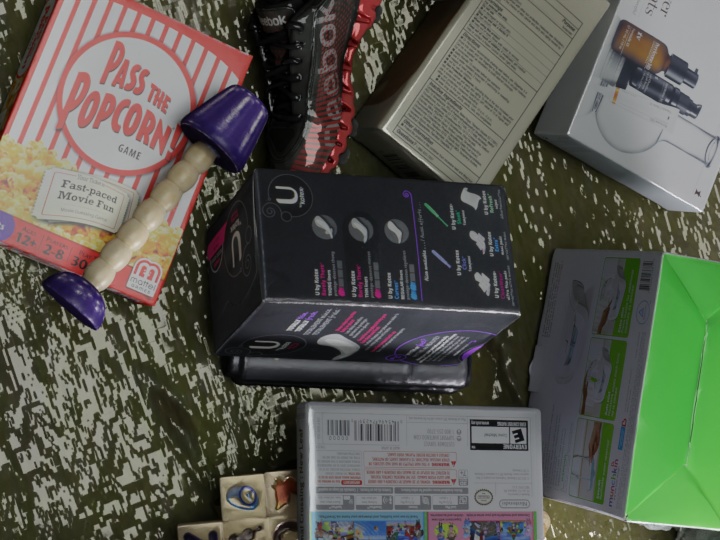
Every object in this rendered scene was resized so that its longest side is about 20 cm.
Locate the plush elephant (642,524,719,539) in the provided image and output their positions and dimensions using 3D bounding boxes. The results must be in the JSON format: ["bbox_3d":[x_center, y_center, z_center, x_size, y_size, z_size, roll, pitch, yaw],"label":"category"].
[{"bbox_3d":[0.332,0.236,1.607,0.200,0.155,0.165,30,80,-20],"label":"plush elephant"}]

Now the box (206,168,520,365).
[{"bbox_3d":[0.000,0.000,1.473,0.200,0.122,0.106,3,67,-22],"label":"box"}]

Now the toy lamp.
[{"bbox_3d":[-0.140,-0.048,1.419,0.058,0.058,0.200,44,78,-17],"label":"toy lamp"}]

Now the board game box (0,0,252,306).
[{"bbox_3d":[-0.185,-0.094,1.453,0.151,0.046,0.200,23,82,-21],"label":"board game box"}]

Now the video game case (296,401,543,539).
[{"bbox_3d":[0.046,0.189,1.465,0.200,0.022,0.182,4,81,-28],"label":"video game case"}]

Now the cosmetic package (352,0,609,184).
[{"bbox_3d":[0.091,-0.157,1.550,0.105,0.071,0.200,40,77,-18],"label":"cosmetic package"}]

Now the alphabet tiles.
[{"bbox_3d":[-0.034,0.227,1.483,0.200,0.006,0.167,-4,97,-8],"label":"alphabet tiles"}]

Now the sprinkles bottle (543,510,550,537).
[{"bbox_3d":[0.093,0.273,1.530,0.068,0.068,0.200,25,64,-20],"label":"sprinkles bottle"}]

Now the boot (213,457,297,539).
[{"bbox_3d":[-0.004,0.233,1.526,0.175,0.066,0.200,-24,99,-7],"label":"boot"}]

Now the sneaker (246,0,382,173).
[{"bbox_3d":[-0.045,-0.152,1.485,0.098,0.071,0.201,18,82,-44],"label":"sneaker"}]

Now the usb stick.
[{"bbox_3d":[-0.008,0.064,1.534,0.200,0.033,0.056,4,88,-21],"label":"usb stick"}]

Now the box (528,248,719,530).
[{"bbox_3d":[0.210,0.088,1.545,0.097,0.176,0.200,9,87,-21],"label":"box"}]

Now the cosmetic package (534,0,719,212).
[{"bbox_3d":[0.243,-0.168,1.615,0.151,0.052,0.200,26,81,-30],"label":"cosmetic package"}]
